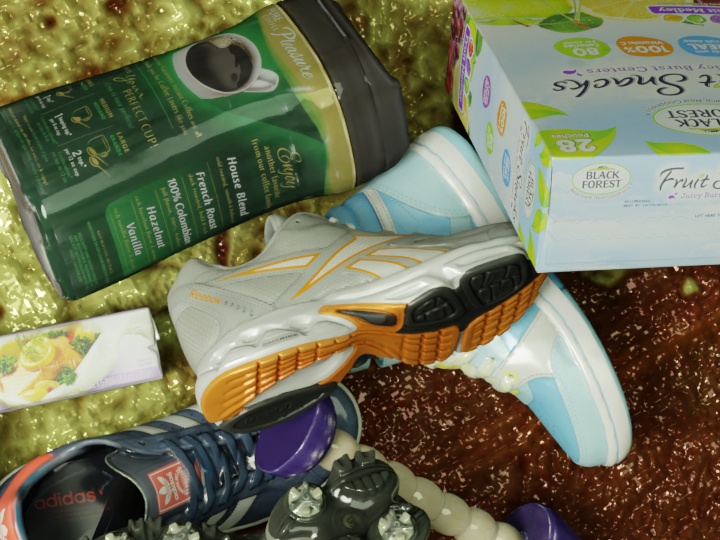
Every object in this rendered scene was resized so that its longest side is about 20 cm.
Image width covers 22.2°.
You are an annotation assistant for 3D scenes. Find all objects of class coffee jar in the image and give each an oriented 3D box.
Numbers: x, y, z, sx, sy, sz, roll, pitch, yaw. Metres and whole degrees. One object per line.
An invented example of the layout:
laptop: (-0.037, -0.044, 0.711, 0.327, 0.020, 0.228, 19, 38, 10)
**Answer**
coffee jar: (-0.079, -0.067, 0.931, 0.199, 0.086, 0.104, -22, 44, -11)

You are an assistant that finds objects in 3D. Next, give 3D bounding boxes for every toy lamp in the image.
toy lamp: (0.042, 0.121, 0.939, 0.200, 0.058, 0.058, 31, 80, -27)

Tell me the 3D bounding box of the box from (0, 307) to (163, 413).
box: (-0.200, 0.056, 0.931, 0.199, 0.041, 0.039, -11, 87, -10)

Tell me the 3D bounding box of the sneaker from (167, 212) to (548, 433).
sneaker: (0.000, 0.000, 0.887, 0.199, 0.076, 0.092, -18, 57, -22)

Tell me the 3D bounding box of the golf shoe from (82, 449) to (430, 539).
golf shoe: (-0.062, 0.156, 0.853, 0.199, 0.088, 0.077, -14, 54, -17)

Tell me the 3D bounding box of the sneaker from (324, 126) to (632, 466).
sneaker: (0.044, 0.039, 0.959, 0.130, 0.080, 0.200, -31, 81, -13)

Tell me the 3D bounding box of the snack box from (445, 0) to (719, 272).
snack box: (0.146, -0.077, 0.925, 0.168, 0.200, 0.068, -3, 122, -11)

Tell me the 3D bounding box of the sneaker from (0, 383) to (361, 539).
sneaker: (-0.089, 0.105, 0.924, 0.199, 0.085, 0.075, -21, 89, -11)
